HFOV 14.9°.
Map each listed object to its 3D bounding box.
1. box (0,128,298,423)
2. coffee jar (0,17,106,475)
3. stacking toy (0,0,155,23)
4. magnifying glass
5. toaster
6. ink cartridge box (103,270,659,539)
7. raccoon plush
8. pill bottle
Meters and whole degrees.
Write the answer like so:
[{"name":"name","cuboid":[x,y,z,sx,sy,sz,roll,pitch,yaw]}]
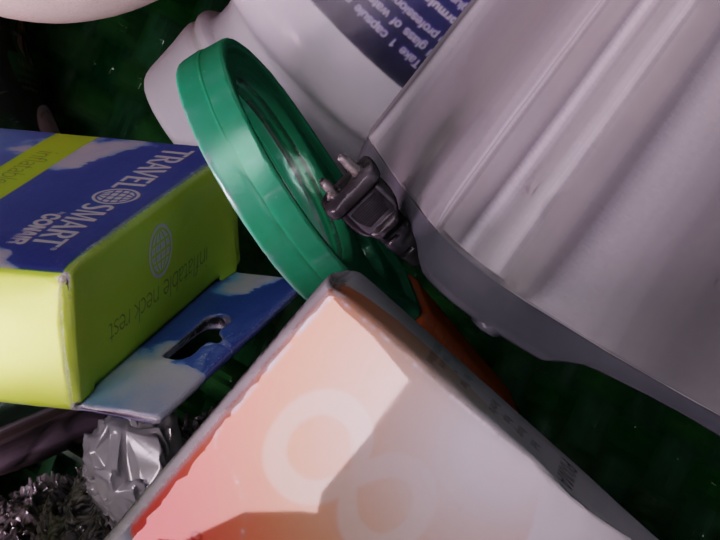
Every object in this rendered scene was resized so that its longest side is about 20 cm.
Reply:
[{"name":"box","cuboid":[-0.129,-0.005,0.831,0.198,0.122,0.048,5,111,20]},{"name":"coffee jar","cuboid":[-0.146,-0.032,0.952,0.104,0.085,0.201,-24,79,4]},{"name":"stacking toy","cuboid":[-0.114,-0.163,0.900,0.145,0.200,0.147,-3,102,-16]},{"name":"magnifying glass","cuboid":[0.000,0.000,0.838,0.022,0.200,0.080,-31,50,11]},{"name":"toaster","cuboid":[0.094,-0.034,0.793,0.130,0.199,0.114,-55,30,12]},{"name":"ink cartridge box","cuboid":[0.017,0.125,0.745,0.200,0.050,0.162,41,101,4]},{"name":"raccoon plush","cuboid":[-0.094,0.078,0.878,0.133,0.200,0.097,-3,56,14]},{"name":"pill bottle","cuboid":[0.026,-0.105,0.871,0.200,0.111,0.111,-45,73,15]}]
